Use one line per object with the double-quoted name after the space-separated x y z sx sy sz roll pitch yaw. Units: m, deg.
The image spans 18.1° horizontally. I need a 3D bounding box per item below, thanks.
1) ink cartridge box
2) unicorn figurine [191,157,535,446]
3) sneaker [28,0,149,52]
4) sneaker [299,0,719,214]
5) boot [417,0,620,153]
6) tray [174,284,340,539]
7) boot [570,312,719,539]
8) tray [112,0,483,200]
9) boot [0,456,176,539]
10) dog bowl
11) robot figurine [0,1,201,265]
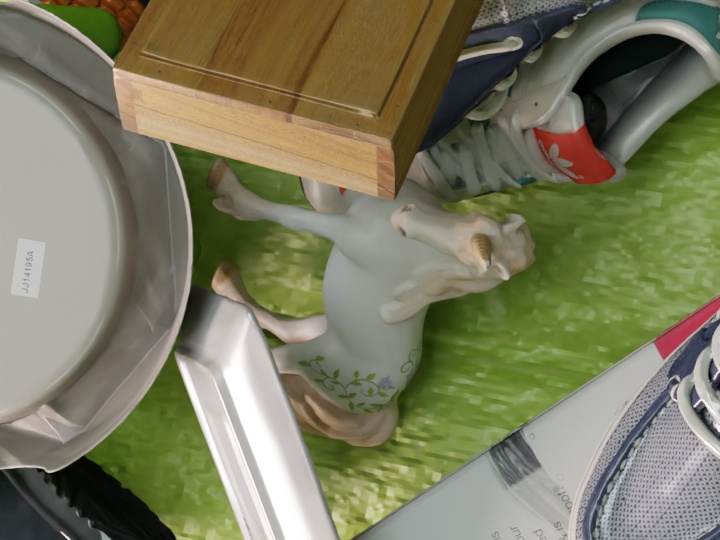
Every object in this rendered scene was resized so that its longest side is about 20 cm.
0.114 0.119 0.865 0.200 0.083 0.145 -35 69 17 "ink cartridge box"
0.000 0.000 0.909 0.137 0.200 0.074 28 58 15 "unicorn figurine"
-0.168 -0.177 1.023 0.200 0.092 0.076 47 71 -17 "sneaker"
0.061 -0.064 0.904 0.200 0.070 0.093 -28 35 17 "sneaker"
0.049 -0.101 0.859 0.200 0.090 0.073 -13 44 -6 "boot"
-0.030 0.104 0.890 0.022 0.107 0.200 -22 101 -13 "tray"
0.134 0.033 0.765 0.073 0.090 0.200 43 98 24 "boot"
-0.001 -0.122 0.794 0.099 0.037 0.200 15 56 13 "tray"
-0.179 0.148 1.003 0.200 0.076 0.168 36 95 32 "boot"
-0.158 -0.013 0.899 0.200 0.059 0.200 1 95 8 "dog bowl"
-0.169 -0.039 0.987 0.200 0.116 0.175 37 125 5 "robot figurine"
